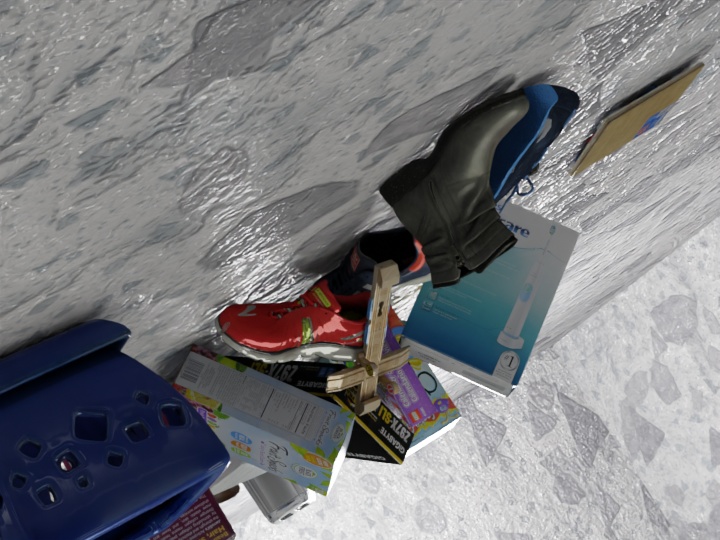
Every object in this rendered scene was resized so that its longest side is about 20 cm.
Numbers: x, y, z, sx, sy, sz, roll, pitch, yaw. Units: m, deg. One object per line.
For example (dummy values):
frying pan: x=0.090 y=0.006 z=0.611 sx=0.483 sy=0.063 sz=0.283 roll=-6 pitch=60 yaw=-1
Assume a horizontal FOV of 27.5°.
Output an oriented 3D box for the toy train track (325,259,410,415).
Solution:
toy train track: x=0.022 y=0.081 z=1.596 sx=0.114 sy=0.033 sz=0.201 roll=-19 pitch=131 yaw=-33

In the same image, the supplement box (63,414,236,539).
supplement box: x=-0.247 y=0.263 z=1.715 sx=0.131 sy=0.200 sz=0.103 roll=-29 pitch=169 yaw=-11

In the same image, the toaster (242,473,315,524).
toaster: x=-0.157 y=0.399 z=2.770 sx=0.113 sy=0.129 sz=0.200 roll=-33 pitch=169 yaw=-5

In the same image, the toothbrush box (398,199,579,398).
toothbrush box: x=0.147 y=0.024 z=1.709 sx=0.085 sy=0.146 sz=0.201 roll=100 pitch=13 yaw=-76

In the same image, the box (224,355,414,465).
box: x=-0.059 y=0.166 z=1.755 sx=0.200 sy=0.160 sz=0.049 roll=2 pitch=-125 yaw=39

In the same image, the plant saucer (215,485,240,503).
plant saucer: x=-0.271 y=0.306 z=2.104 sx=0.199 sy=0.032 sz=0.200 roll=-4 pitch=156 yaw=-2

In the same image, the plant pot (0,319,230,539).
plant pot: x=-0.263 y=0.166 z=1.290 sx=0.200 sy=0.180 sz=0.200 roll=-25 pitch=166 yaw=-34

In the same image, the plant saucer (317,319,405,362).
plant saucer: x=-0.004 y=0.126 z=2.243 sx=0.200 sy=0.036 sz=0.200 roll=-31 pitch=170 yaw=-6

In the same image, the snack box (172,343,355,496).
snack box: x=-0.112 y=0.174 z=1.675 sx=0.169 sy=0.199 sz=0.068 roll=100 pitch=13 yaw=-68

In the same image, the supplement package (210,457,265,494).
supplement package: x=-0.164 y=0.213 z=1.950 sx=0.117 sy=0.118 sz=0.200 roll=-39 pitch=167 yaw=28

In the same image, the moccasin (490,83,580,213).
moccasin: x=0.159 y=-0.114 z=1.513 sx=0.068 sy=0.081 sz=0.200 roll=-9 pitch=157 yaw=-38

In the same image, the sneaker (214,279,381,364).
sneaker: x=-0.064 y=0.046 z=1.578 sx=0.199 sy=0.077 sz=0.085 roll=0 pitch=132 yaw=-35

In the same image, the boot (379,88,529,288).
boot: x=0.118 y=-0.076 z=1.436 sx=0.200 sy=0.131 sz=0.068 roll=-40 pitch=167 yaw=36

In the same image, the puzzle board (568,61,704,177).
puzzle board: x=0.348 y=-0.194 z=1.887 sx=0.150 sy=0.017 sz=0.200 roll=-32 pitch=170 yaw=-13

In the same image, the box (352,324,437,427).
box: x=0.019 y=0.103 z=1.765 sx=0.039 sy=0.137 sz=0.200 roll=-32 pitch=-169 yaw=-8

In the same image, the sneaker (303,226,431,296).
sneaker: x=0.000 y=0.000 z=1.640 sx=0.200 sy=0.075 sz=0.084 roll=-30 pitch=149 yaw=19

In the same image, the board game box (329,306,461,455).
board game box: x=0.040 y=0.151 z=2.035 sx=0.103 sy=0.200 sz=0.105 roll=-30 pitch=170 yaw=-10
